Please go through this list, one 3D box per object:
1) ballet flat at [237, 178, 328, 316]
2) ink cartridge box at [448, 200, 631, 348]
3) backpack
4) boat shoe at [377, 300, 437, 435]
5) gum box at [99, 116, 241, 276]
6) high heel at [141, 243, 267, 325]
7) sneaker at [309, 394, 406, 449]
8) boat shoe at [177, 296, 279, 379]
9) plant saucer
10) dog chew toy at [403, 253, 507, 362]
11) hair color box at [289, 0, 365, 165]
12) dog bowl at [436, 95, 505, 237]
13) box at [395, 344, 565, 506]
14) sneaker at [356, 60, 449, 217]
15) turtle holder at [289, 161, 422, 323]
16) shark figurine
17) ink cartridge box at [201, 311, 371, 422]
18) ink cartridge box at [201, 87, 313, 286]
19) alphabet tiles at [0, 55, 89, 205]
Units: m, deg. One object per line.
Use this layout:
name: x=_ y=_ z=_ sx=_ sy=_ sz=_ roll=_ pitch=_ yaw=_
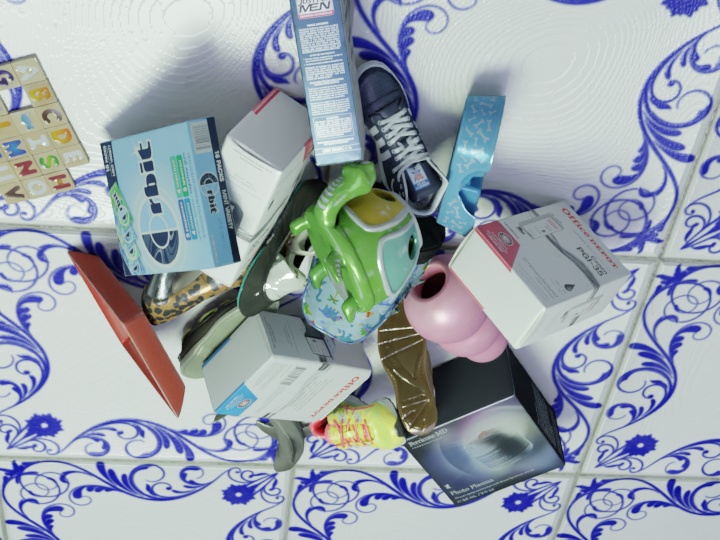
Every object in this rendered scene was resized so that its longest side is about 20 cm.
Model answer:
ballet flat: x=-0.090 y=-0.022 z=1.519 sx=0.068 sy=0.068 sz=0.202 roll=25 pitch=93 yaw=-53
ink cartridge box: x=0.235 y=0.000 z=1.551 sx=0.198 sy=0.147 sz=0.083 roll=-17 pitch=149 yaw=-43
backpack: x=0.000 y=0.000 z=1.604 sx=0.161 sy=0.155 sz=0.200 roll=28 pitch=142 yaw=-7
boat shoe: x=0.069 y=0.138 z=1.741 sx=0.070 sy=0.065 sz=0.204 roll=-10 pitch=93 yaw=8
gum box: x=-0.233 y=-0.085 z=1.436 sx=0.044 sy=0.173 sz=0.198 roll=-15 pitch=-172 yaw=-41
high heel: x=-0.191 y=0.021 z=1.589 sx=0.197 sy=0.072 sz=0.144 roll=8 pitch=126 yaw=-28
sneaker: x=-0.006 y=0.239 z=1.786 sx=0.089 sy=0.199 sz=0.079 roll=-23 pitch=100 yaw=-31
boat shoe: x=-0.194 y=0.077 z=1.708 sx=0.071 sy=0.061 sz=0.201 roll=26 pitch=126 yaw=-39
plant saucer: x=-0.314 y=0.080 z=1.636 sx=0.036 sy=0.200 sz=0.201 roll=-33 pitch=134 yaw=-14
dog chew toy: x=0.145 y=0.064 z=1.686 sx=0.123 sy=0.126 sz=0.200 roll=-26 pitch=138 yaw=20
hair color box: x=-0.036 y=-0.234 z=1.364 sx=0.059 sy=0.100 sz=0.203 roll=-6 pitch=115 yaw=4
dog bowl: x=0.138 y=-0.134 z=1.506 sx=0.049 sy=0.112 sz=0.202 roll=14 pitch=133 yaw=2
box: x=0.184 y=0.241 z=1.848 sx=0.198 sy=0.124 sz=0.199 roll=-25 pitch=129 yaw=18
sneaker: x=0.050 y=-0.156 z=1.460 sx=0.069 sy=0.109 sz=0.202 roll=-26 pitch=128 yaw=-6
turtle holder: x=-0.004 y=-0.047 z=1.441 sx=0.131 sy=0.141 sz=0.187 roll=-30 pitch=109 yaw=-13
shark figurine: x=-0.131 y=0.258 z=1.867 sx=0.127 sy=0.090 sz=0.215 roll=-23 pitch=132 yaw=16
ink cartridge box: x=-0.106 y=0.143 z=1.719 sx=0.198 sy=0.087 sz=0.146 roll=11 pitch=135 yaw=-45
ink cartridge box: x=-0.135 y=-0.102 z=1.476 sx=0.084 sy=0.146 sz=0.201 roll=32 pitch=129 yaw=2
alphabet tiles: x=-0.444 y=-0.168 z=1.499 sx=0.164 sy=0.008 sz=0.202 roll=-13 pitch=132 yaw=7
